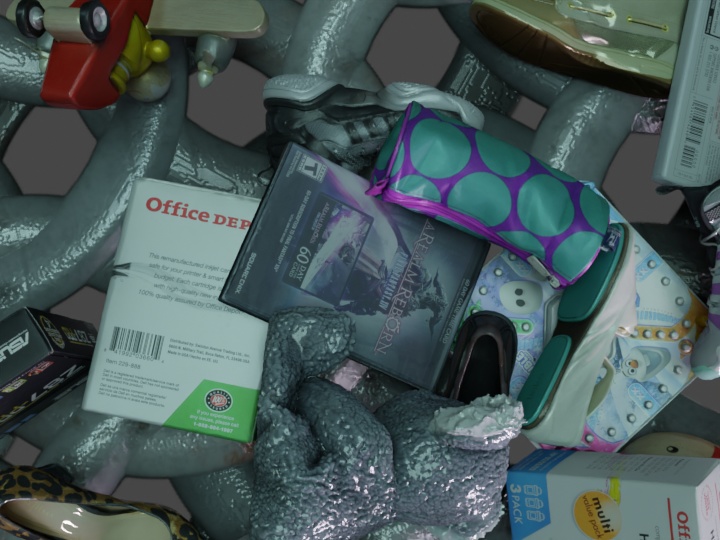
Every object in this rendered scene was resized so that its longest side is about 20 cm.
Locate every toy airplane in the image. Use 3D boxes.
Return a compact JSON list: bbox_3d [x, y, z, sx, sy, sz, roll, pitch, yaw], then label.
[{"bbox_3d":[-0.202,-0.219,0.811,0.199,0.141,0.200,-27,47,-12],"label":"toy airplane"}]

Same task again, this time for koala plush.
[{"bbox_3d":[0.021,0.146,0.699,0.199,0.178,0.184,4,39,-2],"label":"koala plush"}]

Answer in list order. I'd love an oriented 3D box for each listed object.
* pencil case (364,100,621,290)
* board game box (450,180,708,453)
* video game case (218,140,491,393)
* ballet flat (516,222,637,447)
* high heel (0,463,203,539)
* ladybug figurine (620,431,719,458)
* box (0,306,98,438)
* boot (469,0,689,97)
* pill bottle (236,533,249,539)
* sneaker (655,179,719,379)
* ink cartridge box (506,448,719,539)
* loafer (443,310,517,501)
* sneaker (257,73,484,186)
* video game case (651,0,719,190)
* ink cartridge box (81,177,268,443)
[{"bbox_3d":[0.107,-0.058,0.753,0.200,0.085,0.093,25,65,-10],"label":"pencil case"},{"bbox_3d":[0.197,0.053,0.816,0.200,0.026,0.200,-42,85,-4],"label":"board game box"},{"bbox_3d":[0.000,0.000,0.770,0.200,0.019,0.143,25,80,-15],"label":"video game case"},{"bbox_3d":[0.194,0.058,0.774,0.069,0.069,0.200,26,80,4],"label":"ballet flat"},{"bbox_3d":[-0.205,0.221,0.744,0.200,0.143,0.072,28,85,4],"label":"high heel"},{"bbox_3d":[0.299,0.226,0.772,0.136,0.072,0.200,-43,85,-4],"label":"ladybug figurine"},{"bbox_3d":[-0.317,0.108,0.749,0.200,0.161,0.049,-34,84,-4],"label":"box"},{"bbox_3d":[0.209,-0.258,0.827,0.200,0.072,0.155,18,85,-4],"label":"boot"},{"bbox_3d":[-0.050,0.310,0.747,0.112,0.112,0.200,-28,84,-2],"label":"pill bottle"},{"bbox_3d":[0.299,-0.019,0.763,0.140,0.078,0.200,35,106,12],"label":"sneaker"},{"bbox_3d":[0.221,0.208,0.717,0.200,0.068,0.115,-5,95,37],"label":"ink cartridge box"},{"bbox_3d":[0.094,0.135,0.774,0.072,0.063,0.201,7,95,10],"label":"loafer"},{"bbox_3d":[0.005,-0.106,0.815,0.199,0.075,0.114,8,85,7],"label":"sneaker"},{"bbox_3d":[0.360,-0.151,0.816,0.182,0.022,0.201,15,83,-13],"label":"video game case"},{"bbox_3d":[-0.139,0.035,0.793,0.146,0.084,0.201,12,84,1],"label":"ink cartridge box"}]
